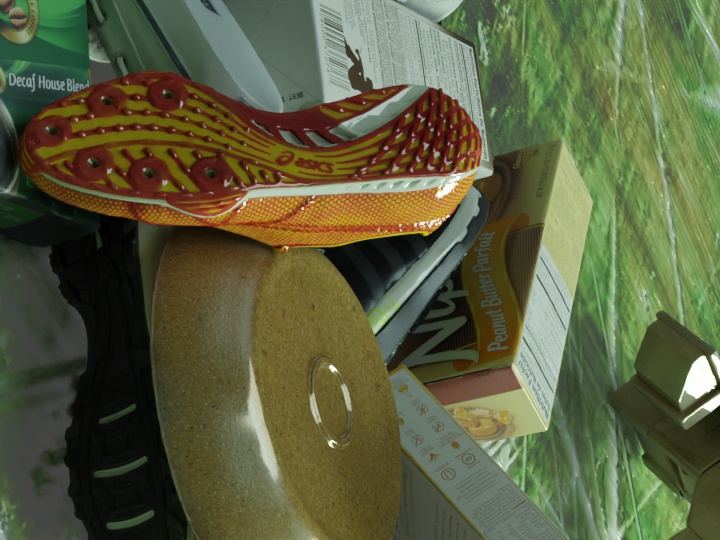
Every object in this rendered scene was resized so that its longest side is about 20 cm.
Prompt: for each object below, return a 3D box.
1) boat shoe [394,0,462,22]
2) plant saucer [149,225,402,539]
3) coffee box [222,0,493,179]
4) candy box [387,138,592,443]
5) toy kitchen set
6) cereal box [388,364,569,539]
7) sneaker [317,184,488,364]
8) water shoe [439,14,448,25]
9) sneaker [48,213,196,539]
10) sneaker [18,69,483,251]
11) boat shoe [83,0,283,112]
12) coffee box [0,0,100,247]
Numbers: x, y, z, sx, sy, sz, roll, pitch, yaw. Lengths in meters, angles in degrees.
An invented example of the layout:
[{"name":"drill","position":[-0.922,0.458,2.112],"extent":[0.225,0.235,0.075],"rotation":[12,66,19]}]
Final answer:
[{"name":"boat shoe","position":[0.012,-0.170,1.036],"extent":[0.199,0.068,0.073],"rotation":[11,78,-54]},{"name":"plant saucer","position":[-0.026,0.062,0.881],"extent":[0.200,0.035,0.202],"rotation":[48,34,-48]},{"name":"coffee box","position":[-0.023,-0.090,1.033],"extent":[0.200,0.112,0.081],"rotation":[14,66,-62]},{"name":"candy box","position":[0.062,0.015,1.152],"extent":[0.055,0.115,0.201],"rotation":[58,32,-32]},{"name":"toy kitchen set","position":[0.193,0.154,1.405],"extent":[0.200,0.180,0.164],"rotation":[44,-16,56]},{"name":"cereal box","position":[0.069,0.159,0.986],"extent":[0.200,0.039,0.144],"rotation":[46,-25,34]},{"name":"sneaker","position":[0.000,0.000,1.056],"extent":[0.083,0.072,0.200],"rotation":[35,44,4]},{"name":"water shoe","position":[-0.002,-0.184,1.142],"extent":[0.079,0.071,0.200],"rotation":[-59,154,-2]},{"name":"sneaker","position":[-0.085,0.043,0.877],"extent":[0.079,0.074,0.202],"rotation":[12,67,-48]},{"name":"sneaker","position":[-0.046,-0.035,0.835],"extent":[0.198,0.077,0.073],"rotation":[4,54,-18]},{"name":"boat shoe","position":[-0.106,-0.124,0.915],"extent":[0.201,0.066,0.072],"rotation":[57,17,25]},{"name":"coffee box","position":[-0.166,-0.121,0.837],"extent":[0.123,0.044,0.202],"rotation":[23,58,-58]}]
